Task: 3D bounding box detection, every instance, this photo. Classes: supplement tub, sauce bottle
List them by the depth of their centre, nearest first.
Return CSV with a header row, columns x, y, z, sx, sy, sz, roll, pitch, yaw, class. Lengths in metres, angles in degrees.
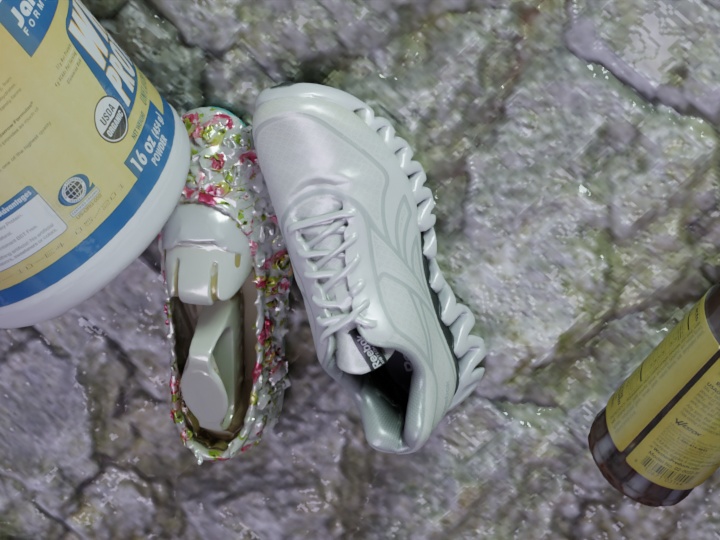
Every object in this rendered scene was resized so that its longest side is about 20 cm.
x,y,z,sx,sy,sz,roll,pitch,yaw,class
-0.190,-0.085,1.381,0.145,0.145,0.200,-18,128,31,supplement tub
0.186,0.035,1.393,0.065,0.065,0.200,36,130,-6,sauce bottle

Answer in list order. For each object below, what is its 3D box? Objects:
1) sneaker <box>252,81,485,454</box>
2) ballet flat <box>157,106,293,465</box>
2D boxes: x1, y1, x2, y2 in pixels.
x,y,z,sx,sy,sz,roll,pitch,yaw,class
0.000,0.000,1.432,0.075,0.081,0.200,-12,118,30,sneaker
-0.070,0.015,1.479,0.076,0.064,0.200,6,125,18,ballet flat
